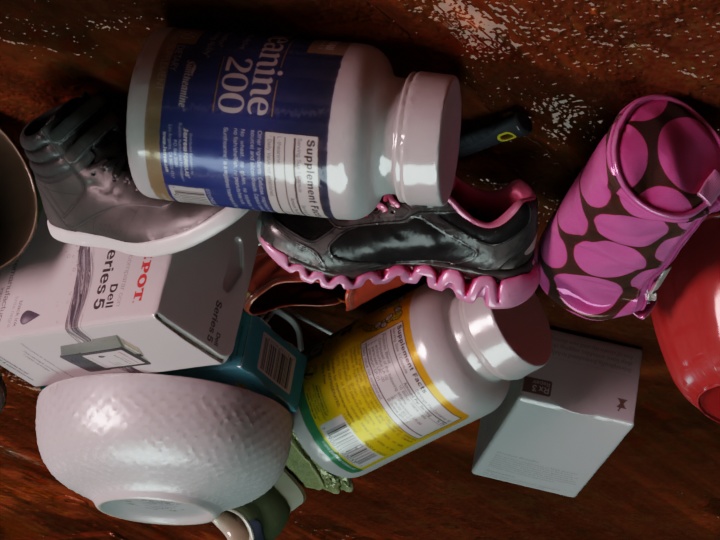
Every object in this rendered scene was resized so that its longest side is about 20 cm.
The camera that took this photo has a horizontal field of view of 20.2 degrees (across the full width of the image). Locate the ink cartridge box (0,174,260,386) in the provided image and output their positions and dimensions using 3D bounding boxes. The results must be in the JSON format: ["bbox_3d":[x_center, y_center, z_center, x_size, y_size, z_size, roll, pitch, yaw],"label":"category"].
[{"bbox_3d":[-0.179,-0.002,1.496,0.199,0.147,0.084,-9,148,37],"label":"ink cartridge box"}]

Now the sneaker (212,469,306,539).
[{"bbox_3d":[-0.136,0.165,1.702,0.200,0.090,0.067,46,155,-22],"label":"sneaker"}]

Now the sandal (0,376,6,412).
[{"bbox_3d":[-0.336,0.067,1.495,0.081,0.055,0.200,-5,142,25],"label":"sandal"}]

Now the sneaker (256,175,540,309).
[{"bbox_3d":[0.030,-0.037,1.367,0.198,0.079,0.096,6,128,-5],"label":"sneaker"}]

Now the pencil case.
[{"bbox_3d":[0.182,-0.035,1.340,0.094,0.091,0.200,45,160,10],"label":"pencil case"}]

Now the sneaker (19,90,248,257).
[{"bbox_3d":[-0.162,-0.070,1.382,0.199,0.071,0.100,3,127,42],"label":"sneaker"}]

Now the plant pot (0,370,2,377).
[{"bbox_3d":[-0.386,0.078,1.651,0.199,0.188,0.186,14,163,42],"label":"plant pot"}]

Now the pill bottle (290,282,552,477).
[{"bbox_3d":[0.046,0.075,1.574,0.199,0.114,0.112,-29,137,31],"label":"pill bottle"}]

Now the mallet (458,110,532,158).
[{"bbox_3d":[0.041,-0.069,1.393,0.199,0.042,0.066,-12,146,35],"label":"mallet"}]

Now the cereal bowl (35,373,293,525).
[{"bbox_3d":[-0.153,0.145,1.549,0.198,0.084,0.200,4,162,1],"label":"cereal bowl"}]

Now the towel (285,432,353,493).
[{"bbox_3d":[-0.099,0.116,1.719,0.148,0.037,0.200,6,143,47],"label":"towel"}]

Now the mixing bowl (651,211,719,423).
[{"bbox_3d":[0.295,0.050,1.449,0.198,0.109,0.200,9,156,4],"label":"mixing bowl"}]

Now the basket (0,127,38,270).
[{"bbox_3d":[-0.354,-0.043,1.509,0.179,0.137,0.200,29,155,-19],"label":"basket"}]

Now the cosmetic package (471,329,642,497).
[{"bbox_3d":[0.163,0.121,1.708,0.101,0.075,0.200,13,154,-5],"label":"cosmetic package"}]

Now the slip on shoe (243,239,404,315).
[{"bbox_3d":[0.000,0.000,1.503,0.198,0.062,0.074,-5,157,0],"label":"slip on shoe"}]

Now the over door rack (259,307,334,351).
[{"bbox_3d":[-0.030,0.095,1.741,0.198,0.067,0.148,17,156,-12],"label":"over door rack"}]

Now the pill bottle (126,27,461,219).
[{"bbox_3d":[-0.040,-0.092,1.282,0.198,0.112,0.111,6,156,11],"label":"pill bottle"}]

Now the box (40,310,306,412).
[{"bbox_3d":[-0.147,0.081,1.583,0.198,0.050,0.082,-8,147,32],"label":"box"}]
